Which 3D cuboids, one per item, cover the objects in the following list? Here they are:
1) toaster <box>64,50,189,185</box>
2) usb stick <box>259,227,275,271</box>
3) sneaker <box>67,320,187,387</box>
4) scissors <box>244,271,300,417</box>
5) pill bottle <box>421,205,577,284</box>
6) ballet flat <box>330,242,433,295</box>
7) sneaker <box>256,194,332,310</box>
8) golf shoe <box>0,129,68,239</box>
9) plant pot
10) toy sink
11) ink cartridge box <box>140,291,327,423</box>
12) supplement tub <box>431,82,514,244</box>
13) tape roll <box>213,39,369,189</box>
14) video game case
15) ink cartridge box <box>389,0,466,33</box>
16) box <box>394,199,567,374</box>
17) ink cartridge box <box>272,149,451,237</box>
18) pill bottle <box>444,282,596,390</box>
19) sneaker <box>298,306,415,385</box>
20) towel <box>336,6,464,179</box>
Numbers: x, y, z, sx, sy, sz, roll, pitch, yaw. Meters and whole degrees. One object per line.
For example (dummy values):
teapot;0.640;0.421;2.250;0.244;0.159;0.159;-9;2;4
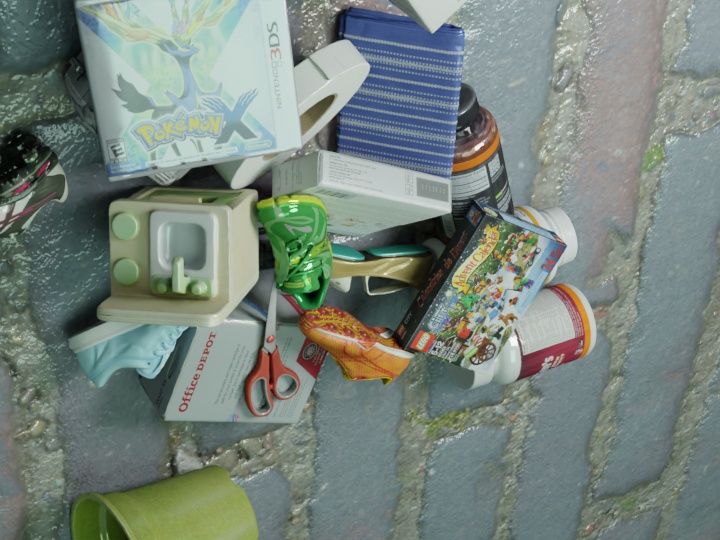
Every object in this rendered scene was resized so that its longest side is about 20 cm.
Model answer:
toaster;-0.207;-0.179;1.393;0.129;0.114;0.200;-44;136;6
usb stick;-0.182;-0.012;1.584;0.198;0.033;0.056;-11;119;-27
sneaker;-0.230;0.075;1.541;0.198;0.074;0.083;-21;98;17
scissors;-0.113;0.092;1.602;0.073;0.014;0.201;-24;133;-18
pill bottle;0.181;-0.017;1.771;0.198;0.109;0.110;-19;130;-21
ballet flat;0.000;0.000;1.674;0.198;0.069;0.064;2;105;-23
sneaker;-0.066;-0.020;1.526;0.073;0.084;0.200;-9;150;9
golf shoe;-0.388;-0.052;1.389;0.199;0.077;0.088;-35;141;-7
plant pot;-0.237;0.339;1.711;0.183;0.200;0.202;-22;132;-35
toy sink;-0.188;-0.024;1.419;0.129;0.200;0.113;3;104;8
ink cartridge box;-0.149;0.104;1.653;0.198;0.083;0.147;7;117;-38
supplement tub;0.123;-0.130;1.654;0.106;0.107;0.201;-29;132;-13
tape roll;-0.075;-0.167;1.457;0.202;0.037;0.203;-41;175;-4
video game case;-0.162;-0.188;1.309;0.198;0.022;0.184;-10;117;-8
ink cartridge box;0.042;-0.380;1.388;0.145;0.147;0.200;-44;134;2
box;0.148;0.024;1.676;0.136;0.038;0.201;18;112;-33
ink cartridge box;-0.022;-0.085;1.575;0.199;0.173;0.044;9;77;-38
pill bottle;0.218;0.094;1.876;0.198;0.110;0.111;-17;129;-23
sneaker;-0.009;0.100;1.645;0.199;0.073;0.077;27;106;-47
towel;0.043;-0.198;1.552;0.143;0.024;0.202;10;126;10
